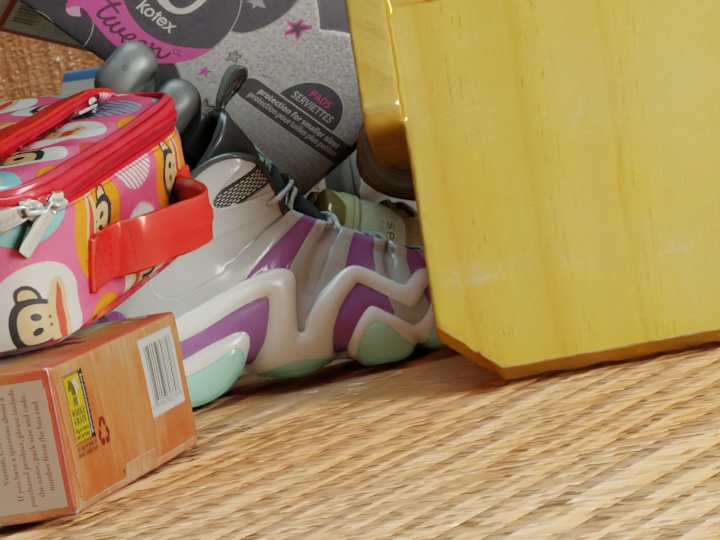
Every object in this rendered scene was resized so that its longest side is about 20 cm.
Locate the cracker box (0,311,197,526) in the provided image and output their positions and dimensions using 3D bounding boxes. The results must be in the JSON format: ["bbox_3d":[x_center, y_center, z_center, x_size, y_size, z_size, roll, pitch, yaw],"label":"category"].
[{"bbox_3d":[-0.177,0.065,1.060,0.199,0.058,0.134,-10,5,16],"label":"cracker box"}]

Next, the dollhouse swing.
[{"bbox_3d":[0.107,-0.045,1.193,0.199,0.177,0.182,-11,-7,2],"label":"dollhouse swing"}]

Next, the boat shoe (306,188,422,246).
[{"bbox_3d":[0.000,0.000,1.404,0.066,0.075,0.200,12,0,-5],"label":"boat shoe"}]

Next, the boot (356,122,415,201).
[{"bbox_3d":[0.093,-0.080,1.370,0.199,0.077,0.155,-25,-6,0],"label":"boot"}]

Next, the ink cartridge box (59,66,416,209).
[{"bbox_3d":[-0.058,-0.054,1.578,0.199,0.084,0.145,13,-6,-27],"label":"ink cartridge box"}]

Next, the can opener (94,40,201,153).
[{"bbox_3d":[-0.111,-0.051,1.344,0.067,0.053,0.200,-49,-4,-9],"label":"can opener"}]

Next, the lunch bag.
[{"bbox_3d":[-0.143,-0.015,1.082,0.175,0.083,0.200,-4,13,14],"label":"lunch bag"}]

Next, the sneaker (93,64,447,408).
[{"bbox_3d":[-0.030,-0.024,1.250,0.199,0.141,0.078,-14,7,-22],"label":"sneaker"}]

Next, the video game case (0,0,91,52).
[{"bbox_3d":[-0.081,-0.157,1.493,0.199,0.018,0.143,12,-43,-27],"label":"video game case"}]

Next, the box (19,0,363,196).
[{"bbox_3d":[-0.063,-0.150,1.388,0.132,0.200,0.115,-41,36,19],"label":"box"}]
